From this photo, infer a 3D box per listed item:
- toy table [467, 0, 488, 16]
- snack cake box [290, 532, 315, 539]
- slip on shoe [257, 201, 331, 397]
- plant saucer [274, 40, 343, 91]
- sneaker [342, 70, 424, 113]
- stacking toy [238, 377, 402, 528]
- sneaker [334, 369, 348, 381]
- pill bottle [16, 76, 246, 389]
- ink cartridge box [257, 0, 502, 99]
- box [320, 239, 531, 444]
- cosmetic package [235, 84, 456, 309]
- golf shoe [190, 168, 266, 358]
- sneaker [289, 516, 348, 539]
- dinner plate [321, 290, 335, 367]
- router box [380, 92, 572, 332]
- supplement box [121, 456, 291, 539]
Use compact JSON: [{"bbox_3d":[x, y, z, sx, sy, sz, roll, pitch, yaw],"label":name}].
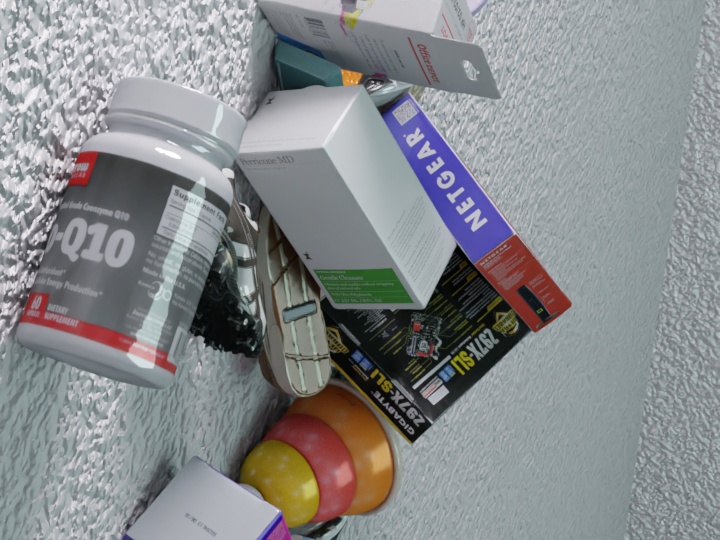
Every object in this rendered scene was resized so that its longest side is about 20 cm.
[{"bbox_3d":[0.089,-0.336,1.666,0.117,0.184,0.200,97,-1,-75],"label":"toy table"},{"bbox_3d":[-0.046,0.322,1.686,0.067,0.200,0.115,78,31,-52],"label":"snack cake box"},{"bbox_3d":[-0.069,0.016,1.629,0.076,0.061,0.200,-15,104,-35],"label":"slip on shoe"},{"bbox_3d":[-0.038,-0.120,1.597,0.019,0.070,0.200,-49,151,-29],"label":"plant saucer"},{"bbox_3d":[0.024,-0.171,1.739,0.200,0.076,0.092,-37,142,-61],"label":"sneaker"},{"bbox_3d":[-0.070,0.199,1.706,0.200,0.146,0.146,-24,128,-43],"label":"stacking toy"},{"bbox_3d":[0.046,0.111,1.844,0.079,0.200,0.096,49,52,-18],"label":"sneaker"},{"bbox_3d":[-0.157,-0.027,1.242,0.114,0.114,0.200,47,59,-69],"label":"pill bottle"},{"bbox_3d":[0.027,-0.213,1.505,0.115,0.200,0.068,54,52,-67],"label":"ink cartridge box"},{"bbox_3d":[0.058,0.053,1.723,0.200,0.160,0.049,-39,174,-44],"label":"box"},{"bbox_3d":[-0.012,-0.062,1.552,0.200,0.108,0.085,55,49,-35],"label":"cosmetic package"},{"bbox_3d":[-0.107,-0.004,1.464,0.200,0.078,0.095,80,30,-53],"label":"golf shoe"},{"bbox_3d":[-0.074,0.295,1.813,0.200,0.074,0.085,-52,157,-33],"label":"sneaker"},{"bbox_3d":[0.000,0.000,1.775,0.200,0.024,0.200,-15,109,-51],"label":"dinner plate"},{"bbox_3d":[0.108,-0.053,1.705,0.049,0.200,0.179,-37,148,5],"label":"router box"},{"bbox_3d":[-0.120,0.269,1.557,0.103,0.101,0.200,-49,152,-24],"label":"supplement box"}]
